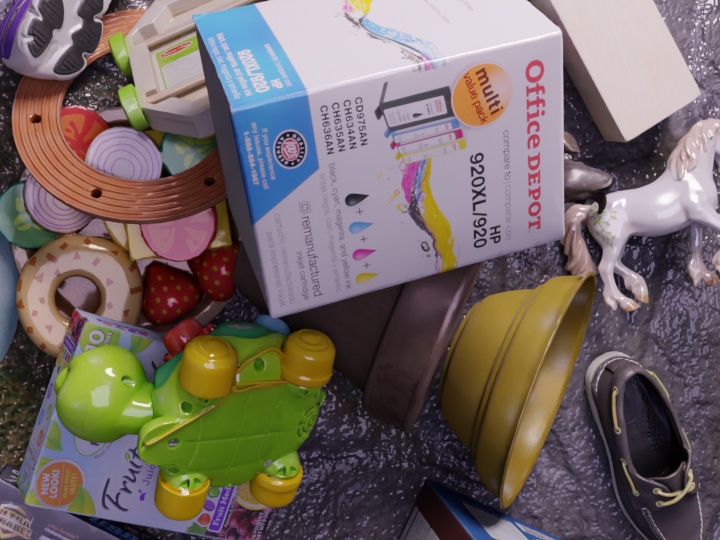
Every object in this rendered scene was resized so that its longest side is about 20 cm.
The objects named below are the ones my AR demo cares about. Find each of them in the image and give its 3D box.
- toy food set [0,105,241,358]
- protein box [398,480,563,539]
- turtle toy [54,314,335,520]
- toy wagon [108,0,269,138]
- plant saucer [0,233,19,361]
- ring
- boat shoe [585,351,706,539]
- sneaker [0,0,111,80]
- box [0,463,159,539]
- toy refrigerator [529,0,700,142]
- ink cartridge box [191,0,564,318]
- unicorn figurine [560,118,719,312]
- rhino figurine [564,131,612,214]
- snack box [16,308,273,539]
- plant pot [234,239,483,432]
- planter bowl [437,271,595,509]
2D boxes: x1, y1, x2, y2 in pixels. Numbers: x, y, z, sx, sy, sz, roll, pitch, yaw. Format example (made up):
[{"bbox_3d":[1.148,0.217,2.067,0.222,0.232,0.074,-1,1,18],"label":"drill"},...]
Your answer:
[{"bbox_3d":[-0.185,-0.034,0.819,0.197,0.049,0.201,-10,96,-9],"label":"toy food set"},{"bbox_3d":[0.132,0.292,0.825,0.197,0.200,0.136,25,91,-11],"label":"protein box"},{"bbox_3d":[-0.114,0.092,0.730,0.198,0.101,0.147,0,122,-31],"label":"turtle toy"},{"bbox_3d":[-0.110,-0.181,0.768,0.154,0.201,0.040,-23,137,1],"label":"toy wagon"},{"bbox_3d":[-0.368,0.020,0.796,0.198,0.039,0.204,-1,95,-11],"label":"plant saucer"},{"bbox_3d":[-0.163,-0.119,0.784,0.197,0.019,0.203,2,60,-3],"label":"ring"},{"bbox_3d":[0.258,0.171,0.907,0.071,0.061,0.203,-26,99,-7],"label":"boat shoe"},{"bbox_3d":[-0.219,-0.241,0.782,0.202,0.083,0.081,-61,143,-14],"label":"sneaker"},{"bbox_3d":[-0.251,0.291,0.835,0.198,0.050,0.200,28,89,-11],"label":"box"},{"bbox_3d":[0.197,-0.214,0.862,0.075,0.070,0.201,-31,99,1],"label":"toy refrigerator"},{"bbox_3d":[0.012,-0.089,0.654,0.197,0.145,0.149,-15,125,-10],"label":"ink cartridge box"},{"bbox_3d":[0.265,-0.048,0.881,0.197,0.074,0.139,-16,87,-2],"label":"unicorn figurine"},{"bbox_3d":[0.128,-0.093,0.819,0.199,0.060,0.087,28,133,-30],"label":"rhino figurine"},{"bbox_3d":[-0.149,0.127,0.810,0.198,0.053,0.144,19,90,-29],"label":"snack box"},{"bbox_3d":[0.000,0.000,0.798,0.173,0.200,0.202,23,91,6],"label":"plant pot"},{"bbox_3d":[0.117,0.083,0.836,0.083,0.200,0.203,20,91,19],"label":"planter bowl"}]
